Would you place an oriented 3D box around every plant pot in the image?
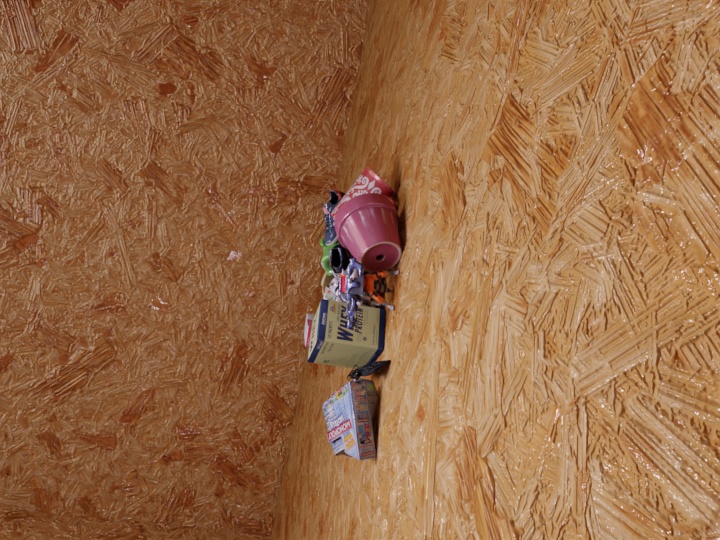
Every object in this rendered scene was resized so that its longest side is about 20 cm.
[{"bbox_3d":[0.036,-0.099,1.599,0.179,0.199,0.200,-111,29,-41],"label":"plant pot"}]

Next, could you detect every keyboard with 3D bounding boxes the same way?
[{"bbox_3d":[0.013,0.275,1.544,0.040,0.104,0.200,58,163,4],"label":"keyboard"}]

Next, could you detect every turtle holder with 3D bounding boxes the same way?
[{"bbox_3d":[-0.060,-0.072,1.930,0.141,0.132,0.186,-3,61,46],"label":"turtle holder"}]

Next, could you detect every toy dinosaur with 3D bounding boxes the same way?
[{"bbox_3d":[0.020,0.036,1.693,0.200,0.102,0.136,41,141,26],"label":"toy dinosaur"}]

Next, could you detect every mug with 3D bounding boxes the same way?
[{"bbox_3d":[0.011,-0.218,1.764,0.200,0.133,0.178,-48,33,8],"label":"mug"}]

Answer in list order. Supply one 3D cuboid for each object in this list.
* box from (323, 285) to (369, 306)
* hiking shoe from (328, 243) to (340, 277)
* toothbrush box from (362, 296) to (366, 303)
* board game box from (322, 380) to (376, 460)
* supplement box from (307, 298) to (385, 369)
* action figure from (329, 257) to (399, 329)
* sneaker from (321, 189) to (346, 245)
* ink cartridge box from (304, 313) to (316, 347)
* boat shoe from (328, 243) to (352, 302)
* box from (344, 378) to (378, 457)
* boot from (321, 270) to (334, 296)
[{"bbox_3d":[-0.053,0.140,1.876,0.200,0.035,0.110,27,111,36],"label":"box"},{"bbox_3d":[-0.066,-0.049,1.797,0.076,0.100,0.201,38,-138,-52],"label":"hiking shoe"},{"bbox_3d":[-0.021,0.059,2.000,0.200,0.085,0.147,-122,44,-77],"label":"toothbrush box"},{"bbox_3d":[-0.034,0.438,1.493,0.200,0.062,0.200,-44,52,41],"label":"board game box"},{"bbox_3d":[-0.046,0.202,1.657,0.200,0.199,0.135,116,161,-57],"label":"supplement box"},{"bbox_3d":[0.002,0.067,1.544,0.105,0.193,0.201,-151,71,-80],"label":"action figure"},{"bbox_3d":[-0.105,-0.189,1.879,0.075,0.084,0.201,-3,69,45],"label":"sneaker"},{"bbox_3d":[-0.098,0.224,1.934,0.147,0.199,0.083,-119,37,-75],"label":"ink cartridge box"},{"bbox_3d":[-0.062,0.015,1.687,0.093,0.074,0.201,-13,-84,-70],"label":"boat shoe"},{"bbox_3d":[-0.005,0.434,1.591,0.117,0.060,0.201,-125,46,-76],"label":"box"},{"bbox_3d":[-0.112,0.045,2.050,0.156,0.073,0.201,122,164,-55],"label":"boot"}]
